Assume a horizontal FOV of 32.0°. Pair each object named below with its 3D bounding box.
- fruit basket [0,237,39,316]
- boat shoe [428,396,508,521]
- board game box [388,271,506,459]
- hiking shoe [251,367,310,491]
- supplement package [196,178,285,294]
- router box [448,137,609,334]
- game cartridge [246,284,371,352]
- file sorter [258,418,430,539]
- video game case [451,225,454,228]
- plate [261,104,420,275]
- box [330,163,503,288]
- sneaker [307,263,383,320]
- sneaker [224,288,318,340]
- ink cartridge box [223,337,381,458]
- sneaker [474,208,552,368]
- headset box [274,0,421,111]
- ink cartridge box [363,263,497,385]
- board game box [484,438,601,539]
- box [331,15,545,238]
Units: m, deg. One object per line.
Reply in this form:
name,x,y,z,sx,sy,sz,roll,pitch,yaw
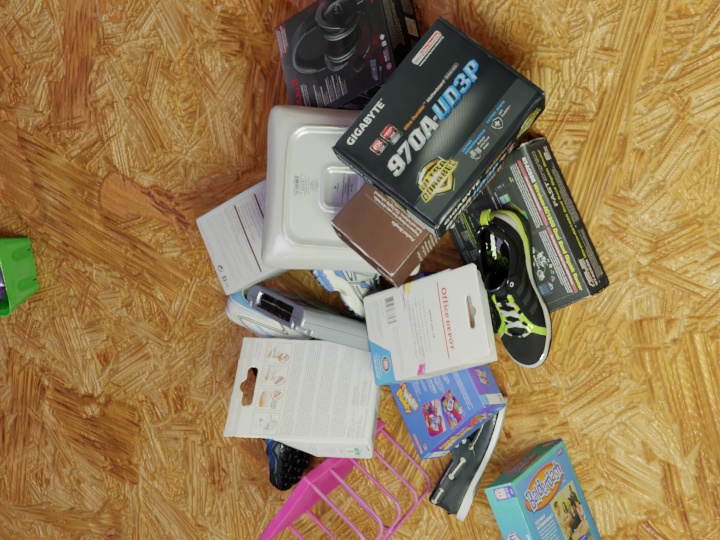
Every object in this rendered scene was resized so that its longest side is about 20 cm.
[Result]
fruit basket,-0.662,0.023,2.081,0.213,0.215,0.158,0,104,35
boat shoe,0.141,0.243,1.653,0.060,0.076,0.202,22,116,9
board game box,0.093,0.123,1.635,0.134,0.044,0.202,-44,59,36
hiking shoe,-0.119,0.220,1.845,0.086,0.074,0.203,8,99,41
supplement package,-0.106,-0.064,1.714,0.199,0.116,0.119,-25,87,37
router box,0.196,-0.041,1.542,0.149,0.062,0.202,-24,89,38
game cartridge,-0.059,0.064,1.680,0.199,0.132,0.041,20,89,62
file sorter,-0.012,0.326,1.715,0.125,0.199,0.140,43,124,13
video game case,0.054,-0.159,1.585,0.180,0.022,0.203,6,90,41
plate,-0.021,-0.100,1.533,0.197,0.032,0.203,3,88,2
box,0.069,-0.090,1.469,0.100,0.075,0.200,41,84,16
sneaker,0.000,0.000,1.630,0.085,0.200,0.077,-38,63,8
sneaker,-0.109,0.082,1.792,0.199,0.072,0.073,34,111,18
ink cartridge box,-0.073,0.170,1.698,0.197,0.163,0.050,0,143,12
sneaker,0.169,0.025,1.489,0.071,0.082,0.203,-9,99,37
headset box,-0.019,-0.269,1.594,0.198,0.077,0.151,-23,72,36
ink cartridge box,0.098,0.067,1.550,0.199,0.067,0.117,-19,76,46
board game box,0.240,0.333,1.567,0.045,0.151,0.203,-20,91,37
box,0.090,-0.162,1.422,0.158,0.046,0.201,39,85,16
